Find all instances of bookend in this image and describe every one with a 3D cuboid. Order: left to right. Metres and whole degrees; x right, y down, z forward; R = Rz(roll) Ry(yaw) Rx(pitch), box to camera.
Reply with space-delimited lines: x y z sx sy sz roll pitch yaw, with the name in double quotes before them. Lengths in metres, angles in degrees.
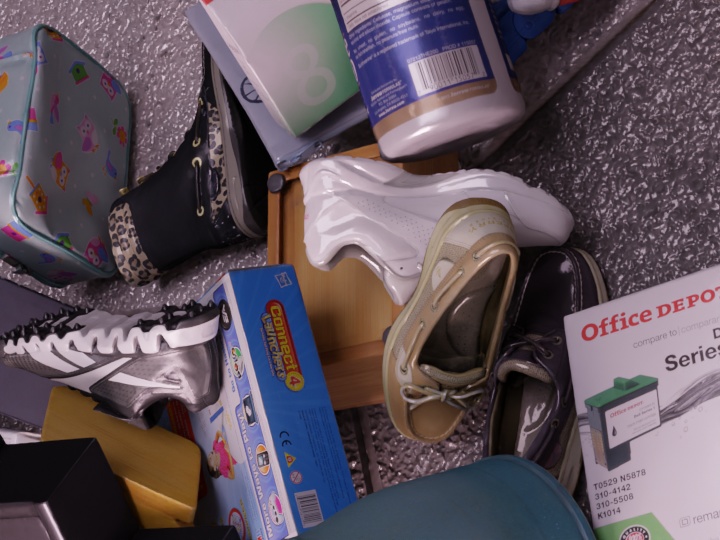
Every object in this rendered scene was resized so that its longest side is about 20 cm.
"bookend" -0.173 0.210 1.504 0.199 0.200 0.092 -6 29 29

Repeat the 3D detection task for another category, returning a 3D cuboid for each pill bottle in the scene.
"pill bottle" 0.038 -0.187 1.538 0.110 0.111 0.201 -22 81 28

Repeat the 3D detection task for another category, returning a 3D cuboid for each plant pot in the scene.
"plant pot" 0.033 0.232 1.404 0.200 0.187 0.202 10 102 54

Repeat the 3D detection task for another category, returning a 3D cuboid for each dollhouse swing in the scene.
"dollhouse swing" -0.175 0.177 1.659 0.181 0.176 0.201 22 126 12

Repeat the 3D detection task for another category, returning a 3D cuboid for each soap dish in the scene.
"soap dish" 0.000 0.000 1.622 0.156 0.081 0.202 -12 68 32

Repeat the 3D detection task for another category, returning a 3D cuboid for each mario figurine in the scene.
"mario figurine" 0.145 -0.243 1.588 0.200 0.106 0.124 -41 55 20

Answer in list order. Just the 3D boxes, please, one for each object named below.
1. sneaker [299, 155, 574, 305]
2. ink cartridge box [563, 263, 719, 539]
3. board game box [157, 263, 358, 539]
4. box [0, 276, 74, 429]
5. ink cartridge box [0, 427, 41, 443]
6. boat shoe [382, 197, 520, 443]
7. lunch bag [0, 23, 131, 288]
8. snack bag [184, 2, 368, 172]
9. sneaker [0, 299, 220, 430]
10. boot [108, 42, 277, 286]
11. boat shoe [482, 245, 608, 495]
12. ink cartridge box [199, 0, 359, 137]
"sneaker" 0.052 -0.021 1.531 0.198 0.078 0.100 5 78 3
"ink cartridge box" 0.224 0.109 1.419 0.145 0.084 0.201 -20 64 29
"board game box" -0.086 0.124 1.576 0.196 0.056 0.201 -40 61 57
"box" -0.342 0.043 1.756 0.182 0.199 0.105 15 82 53
"ink cartridge box" -0.323 0.229 1.771 0.162 0.057 0.202 -1 78 56
"boat shoe" 0.066 0.047 1.496 0.063 0.073 0.202 -111 34 -52
"lunch bag" -0.260 -0.088 1.796 0.077 0.160 0.201 -10 62 27
"snack bag" -0.021 -0.186 1.694 0.188 0.021 0.201 -29 54 -4
"sneaker" -0.182 0.074 1.559 0.199 0.066 0.091 -4 105 31
"boot" -0.143 -0.097 1.767 0.153 0.073 0.205 -25 59 30
"boat shoe" 0.127 0.075 1.514 0.072 0.065 0.202 2 75 38
"ink cartridge box" -0.041 -0.226 1.596 0.161 0.201 0.050 -37 29 -9
